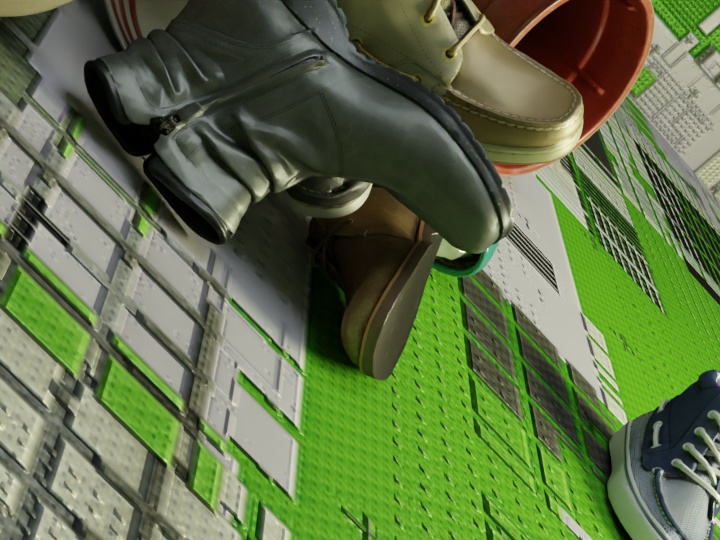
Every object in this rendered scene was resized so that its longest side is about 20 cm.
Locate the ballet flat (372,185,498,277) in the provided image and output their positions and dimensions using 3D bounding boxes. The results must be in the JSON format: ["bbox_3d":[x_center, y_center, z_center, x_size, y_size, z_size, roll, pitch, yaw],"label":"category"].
[{"bbox_3d":[0.019,-0.067,1.230,0.200,0.067,0.071,41,30,-24],"label":"ballet flat"}]

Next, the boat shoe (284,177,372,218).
[{"bbox_3d":[-0.004,-0.115,1.071,0.057,0.066,0.201,93,5,-46],"label":"boat shoe"}]

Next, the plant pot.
[{"bbox_3d":[0.116,-0.220,1.697,0.195,0.201,0.200,48,11,32],"label":"plant pot"}]

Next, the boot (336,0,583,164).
[{"bbox_3d":[0.037,-0.152,0.977,0.199,0.156,0.073,29,43,10],"label":"boot"}]

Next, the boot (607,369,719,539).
[{"bbox_3d":[0.212,0.126,1.263,0.073,0.090,0.200,46,14,-13],"label":"boot"}]

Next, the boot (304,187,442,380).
[{"bbox_3d":[0.000,0.000,1.035,0.075,0.074,0.200,21,18,0],"label":"boot"}]

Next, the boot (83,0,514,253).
[{"bbox_3d":[-0.032,-0.053,0.945,0.200,0.131,0.068,45,-25,1],"label":"boot"}]

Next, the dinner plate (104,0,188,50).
[{"bbox_3d":[-0.063,-0.128,1.108,0.199,0.024,0.201,25,43,-25],"label":"dinner plate"}]

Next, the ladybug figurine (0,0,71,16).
[{"bbox_3d":[-0.160,-0.187,0.880,0.135,0.072,0.201,34,36,-10],"label":"ladybug figurine"}]
